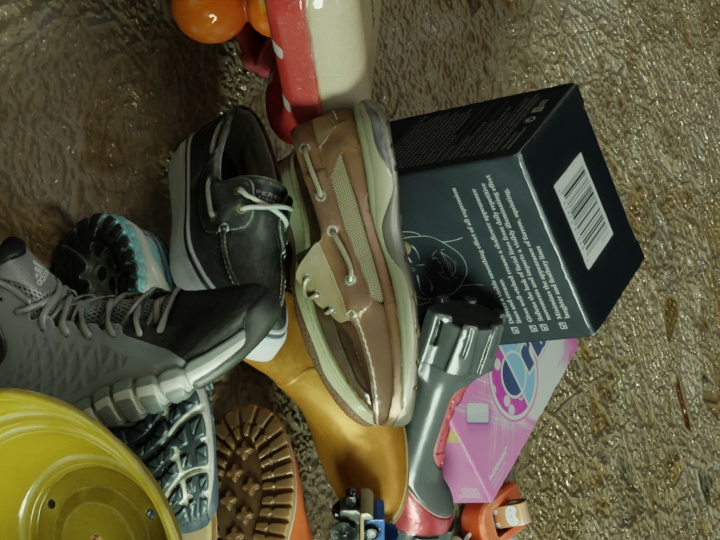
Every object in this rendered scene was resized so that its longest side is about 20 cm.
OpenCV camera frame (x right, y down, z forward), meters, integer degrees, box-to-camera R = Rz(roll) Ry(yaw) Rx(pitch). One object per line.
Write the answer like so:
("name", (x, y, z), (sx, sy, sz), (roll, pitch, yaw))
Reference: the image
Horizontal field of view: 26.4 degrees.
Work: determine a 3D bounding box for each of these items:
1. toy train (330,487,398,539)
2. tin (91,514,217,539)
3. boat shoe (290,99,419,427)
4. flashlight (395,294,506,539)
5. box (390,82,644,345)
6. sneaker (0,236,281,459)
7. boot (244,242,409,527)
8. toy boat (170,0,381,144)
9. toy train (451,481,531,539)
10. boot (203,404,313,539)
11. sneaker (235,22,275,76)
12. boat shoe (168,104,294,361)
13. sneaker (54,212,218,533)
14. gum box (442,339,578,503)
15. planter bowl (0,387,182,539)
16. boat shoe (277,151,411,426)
("toy train", (0.005, 0.235, 1.059), (0.034, 0.045, 0.202), (-88, 176, -62))
("tin", (-0.152, 0.199, 0.929), (0.112, 0.042, 0.201), (44, 52, -33))
("boat shoe", (-0.004, -0.002, 0.950), (0.076, 0.071, 0.202), (77, 5, -83))
("flashlight", (0.056, 0.116, 1.105), (0.068, 0.067, 0.202), (-53, 161, -66))
("box", (0.081, -0.033, 1.124), (0.107, 0.199, 0.149), (-48, 121, -44))
("sneaker", (-0.149, 0.025, 0.844), (0.116, 0.199, 0.075), (61, 20, -13))
("boot", (-0.039, 0.075, 1.041), (0.144, 0.070, 0.203), (22, 49, -58))
("toy boat", (-0.056, -0.168, 0.976), (0.201, 0.129, 0.132), (82, 12, -57))
("toy train", (0.114, 0.269, 1.234), (0.150, 0.055, 0.202), (-16, 97, -51))
("boot", (-0.061, 0.194, 1.030), (0.107, 0.074, 0.202), (31, 52, -67))
("sneaker", (-0.071, -0.231, 1.068), (0.087, 0.073, 0.202), (-28, 106, -48))
("boat shoe", (-0.078, -0.033, 0.960), (0.072, 0.071, 0.201), (21, 33, -35))
("sneaker", (-0.114, 0.060, 0.938), (0.086, 0.077, 0.202), (11, 58, -58))
("gum box", (0.097, 0.075, 1.232), (0.200, 0.066, 0.114), (-54, 126, -41))
("planter bowl", (-0.159, 0.155, 0.820), (0.083, 0.198, 0.203), (-16, 97, -67))
("boat shoe", (-0.003, -0.002, 1.013), (0.075, 0.074, 0.204), (23, 44, -57))
